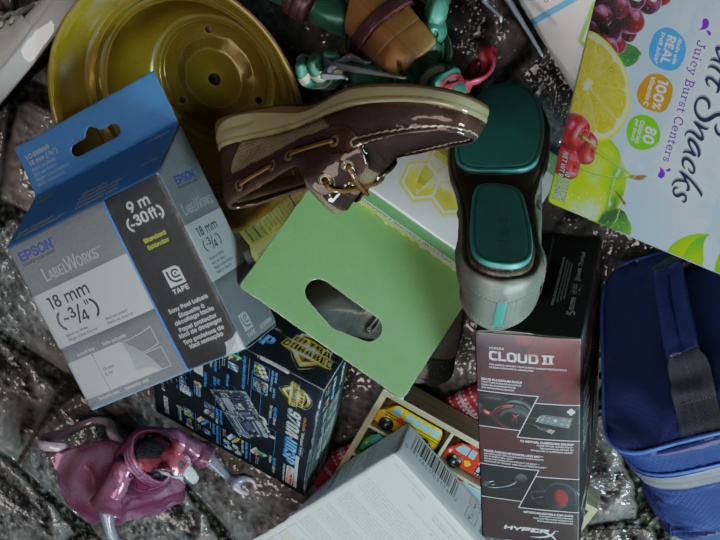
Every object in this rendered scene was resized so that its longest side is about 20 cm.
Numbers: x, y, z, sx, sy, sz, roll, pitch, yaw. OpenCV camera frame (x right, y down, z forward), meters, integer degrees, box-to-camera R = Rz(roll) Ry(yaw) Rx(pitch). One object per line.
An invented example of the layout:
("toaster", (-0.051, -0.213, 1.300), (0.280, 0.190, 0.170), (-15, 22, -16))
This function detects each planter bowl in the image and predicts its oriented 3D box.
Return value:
("planter bowl", (-0.122, -0.131, 0.838), (0.200, 0.083, 0.201), (9, 120, 15))

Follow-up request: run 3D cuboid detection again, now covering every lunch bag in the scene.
("lunch bag", (0.241, 0.064, 0.763), (0.136, 0.200, 0.132), (-18, 129, 24))

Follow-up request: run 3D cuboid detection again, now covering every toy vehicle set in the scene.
("toy vehicle set", (0.084, 0.186, 0.956), (0.200, 0.027, 0.124), (29, 120, 4))

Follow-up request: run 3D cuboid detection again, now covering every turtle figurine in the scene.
("turtle figurine", (0.013, -0.162, 0.740), (0.200, 0.150, 0.101), (45, 166, 17))

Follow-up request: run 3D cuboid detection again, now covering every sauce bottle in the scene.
("sauce bottle", (-0.074, -0.043, 0.885), (0.200, 0.065, 0.065), (-27, 107, 31))

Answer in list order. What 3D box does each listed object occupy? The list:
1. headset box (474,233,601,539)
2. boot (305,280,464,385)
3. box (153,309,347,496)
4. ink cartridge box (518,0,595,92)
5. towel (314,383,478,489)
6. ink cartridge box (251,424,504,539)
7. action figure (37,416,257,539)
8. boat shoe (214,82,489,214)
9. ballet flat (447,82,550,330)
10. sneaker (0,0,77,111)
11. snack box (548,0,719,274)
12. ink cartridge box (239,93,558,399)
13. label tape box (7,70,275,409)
("headset box", (0.133, 0.076, 0.828), (0.075, 0.149, 0.200), (3, 119, 16))
("boot", (0.000, 0.000, 0.895), (0.200, 0.068, 0.131), (17, 110, 10))
("box", (-0.095, 0.092, 0.924), (0.159, 0.046, 0.200), (27, 147, 12))
("ink cartridge box", (0.196, -0.136, 0.741), (0.104, 0.059, 0.200), (-25, 107, 29))
("towel", (0.062, 0.191, 0.994), (0.200, 0.022, 0.145), (-30, 103, 28))
("ink cartridge box", (0.018, 0.242, 0.966), (0.200, 0.047, 0.160), (-36, 100, 32))
("action figure", (-0.190, 0.168, 1.004), (0.149, 0.134, 0.200), (61, 148, 9))
("boat shoe", (-0.010, -0.071, 0.718), (0.200, 0.072, 0.072), (-3, 80, 31))
("ballet flat", (0.088, -0.043, 0.737), (0.067, 0.200, 0.064), (5, 134, 5))
("sneaker", (-0.292, -0.174, 0.878), (0.200, 0.073, 0.085), (-32, 107, 32))
("snack box", (0.202, -0.108, 0.664), (0.142, 0.053, 0.200), (25, 127, 25))
("ink cartridge box", (0.031, -0.033, 0.789), (0.145, 0.200, 0.048), (35, 164, -3))
("label tape box", (-0.170, -0.018, 0.804), (0.144, 0.063, 0.200), (-23, 97, 25))
